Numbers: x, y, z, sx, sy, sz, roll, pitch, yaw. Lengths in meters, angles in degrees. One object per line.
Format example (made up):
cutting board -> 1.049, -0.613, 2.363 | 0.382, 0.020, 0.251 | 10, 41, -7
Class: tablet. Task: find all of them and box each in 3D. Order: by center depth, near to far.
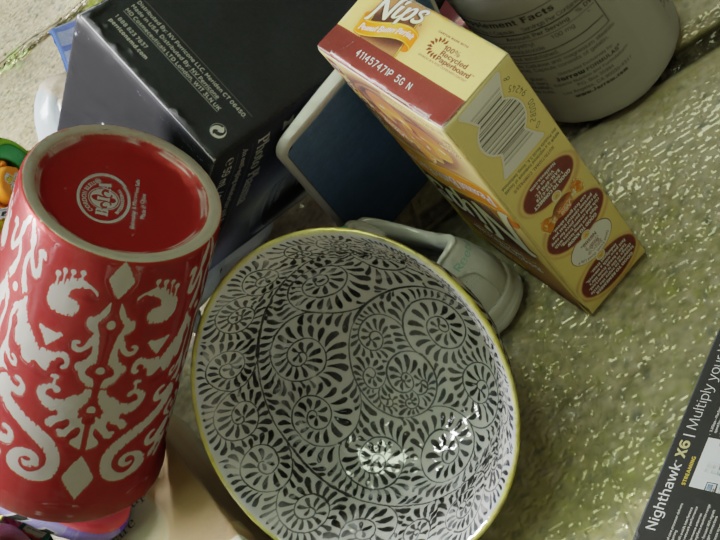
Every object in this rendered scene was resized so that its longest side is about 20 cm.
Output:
tablet -> 0.017, -0.089, 0.910 | 0.014, 0.200, 0.130 | 39, 87, 22

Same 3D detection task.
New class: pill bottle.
pill bottle -> 0.106, -0.192, 0.900 | 0.114, 0.200, 0.115 | -22, 47, 25

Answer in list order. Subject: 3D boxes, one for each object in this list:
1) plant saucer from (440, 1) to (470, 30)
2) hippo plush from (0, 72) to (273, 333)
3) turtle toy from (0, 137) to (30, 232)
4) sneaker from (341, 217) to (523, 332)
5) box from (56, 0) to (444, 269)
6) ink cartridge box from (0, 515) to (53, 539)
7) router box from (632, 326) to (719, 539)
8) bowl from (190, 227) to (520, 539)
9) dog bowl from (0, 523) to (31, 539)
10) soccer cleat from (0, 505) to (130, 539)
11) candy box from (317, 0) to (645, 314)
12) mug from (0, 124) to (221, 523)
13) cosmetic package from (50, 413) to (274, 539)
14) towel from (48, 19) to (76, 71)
plant saucer -> 0.042, -0.221, 1.089 | 0.200, 0.051, 0.201 | -22, 47, 25
hippo plush -> -0.155, -0.051, 1.040 | 0.200, 0.160, 0.161 | -37, 51, -17
turtle toy -> -0.329, -0.028, 1.183 | 0.200, 0.146, 0.101 | -41, 65, -11
sneaker -> 0.000, 0.000, 0.926 | 0.199, 0.088, 0.076 | -6, 57, 37
box -> -0.075, -0.111, 0.921 | 0.198, 0.123, 0.200 | -40, -9, -28
ink cartridge box -> -0.250, 0.158, 1.027 | 0.200, 0.067, 0.116 | -46, 41, 1
router box -> 0.226, 0.099, 0.689 | 0.157, 0.052, 0.201 | 10, 66, 44
bowl -> 0.012, 0.064, 0.838 | 0.200, 0.202, 0.094 | -17, 6, 30
dog bowl -> -0.219, 0.238, 0.856 | 0.073, 0.201, 0.201 | -18, 46, 2
soccer cleat -> -0.228, 0.126, 0.913 | 0.199, 0.077, 0.067 | 21, 39, 16
candy box -> 0.072, -0.066, 0.826 | 0.055, 0.200, 0.115 | -47, 47, -3
mug -> -0.166, 0.014, 0.831 | 0.178, 0.133, 0.200 | 51, 138, 28
cosmetic package -> -0.120, 0.170, 0.907 | 0.105, 0.071, 0.200 | -48, 42, -2
towel -> -0.153, -0.205, 1.210 | 0.199, 0.024, 0.147 | -24, 41, -5
